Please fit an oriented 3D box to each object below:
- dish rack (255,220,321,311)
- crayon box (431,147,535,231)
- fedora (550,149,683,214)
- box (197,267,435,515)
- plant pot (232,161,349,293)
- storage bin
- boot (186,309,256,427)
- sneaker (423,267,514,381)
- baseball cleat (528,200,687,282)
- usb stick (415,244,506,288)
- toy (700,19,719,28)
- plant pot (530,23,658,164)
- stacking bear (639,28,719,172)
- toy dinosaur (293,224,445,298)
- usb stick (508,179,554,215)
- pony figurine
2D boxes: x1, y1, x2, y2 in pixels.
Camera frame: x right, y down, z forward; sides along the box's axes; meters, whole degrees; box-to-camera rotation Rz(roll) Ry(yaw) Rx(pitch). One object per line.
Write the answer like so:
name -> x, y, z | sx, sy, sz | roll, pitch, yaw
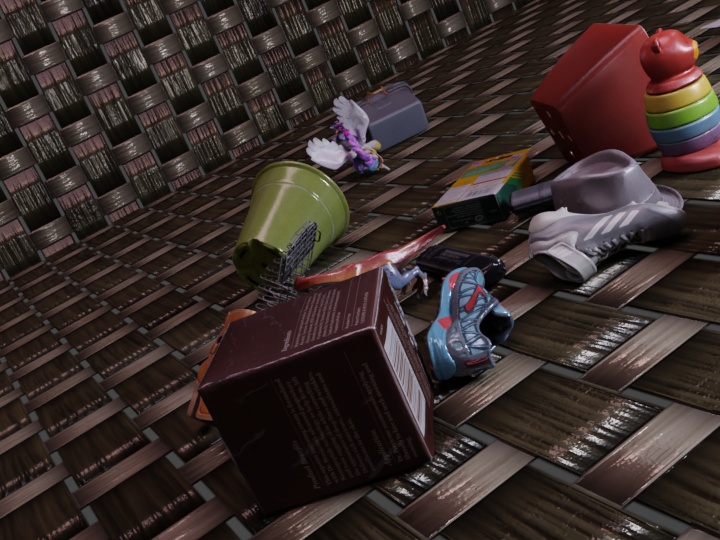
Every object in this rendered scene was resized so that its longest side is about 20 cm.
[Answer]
dish rack -> -0.114, 0.025, 1.358 | 0.054, 0.202, 0.154 | 17, 28, 8
crayon box -> 0.222, -0.141, 1.590 | 0.125, 0.052, 0.200 | -11, 23, 36
fedora -> 0.343, -0.111, 1.286 | 0.176, 0.091, 0.200 | -31, 19, -19
box -> -0.039, 0.126, 0.989 | 0.198, 0.167, 0.164 | -19, 19, 12
plant pot -> -0.142, -0.064, 1.661 | 0.199, 0.201, 0.191 | -13, 32, 31
storage bin -> 0.076, -0.399, 2.381 | 0.199, 0.146, 0.134 | -27, 28, -9
boot -> -0.159, 0.126, 1.173 | 0.199, 0.073, 0.156 | 0, 67, 58
sneaker -> 0.143, 0.064, 1.109 | 0.095, 0.080, 0.201 | -6, 32, 21
baseball cleat -> 0.315, -0.032, 1.169 | 0.198, 0.070, 0.107 | -4, 57, 19
usb stick -> 0.144, -0.007, 1.346 | 0.055, 0.033, 0.200 | -37, 21, -15
toy -> 0.824, -0.522, 1.895 | 0.199, 0.048, 0.115 | -26, 14, -16
plant pot -> 0.407, -0.280, 1.543 | 0.176, 0.200, 0.200 | -35, 18, 2
stacking bear -> 0.474, -0.258, 1.354 | 0.113, 0.201, 0.121 | -10, 22, 35
toy dinosaur -> 0.000, 0.000, 1.313 | 0.180, 0.202, 0.105 | 15, 6, -30
usb stick -> 0.328, -0.131, 1.431 | 0.198, 0.033, 0.056 | -16, 19, 23
pony figurine -> -0.020, -0.306, 2.177 | 0.167, 0.192, 0.200 | -55, 15, 11
